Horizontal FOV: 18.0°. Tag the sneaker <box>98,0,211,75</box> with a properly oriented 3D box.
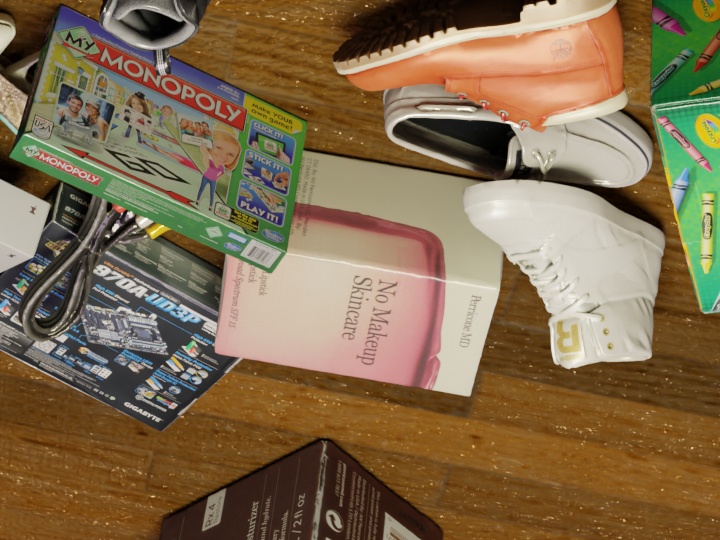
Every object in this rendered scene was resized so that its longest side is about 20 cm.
[{"bbox_3d":[-0.132,-0.221,1.459,0.075,0.114,0.200,-1,136,9],"label":"sneaker"}]

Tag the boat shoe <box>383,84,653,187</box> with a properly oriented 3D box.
[{"bbox_3d":[0.111,-0.091,1.597,0.199,0.066,0.072,19,136,-12],"label":"boat shoe"}]

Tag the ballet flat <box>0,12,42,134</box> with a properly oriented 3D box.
[{"bbox_3d":[-0.252,-0.144,1.609,0.065,0.071,0.200,-45,122,10],"label":"ballet flat"}]

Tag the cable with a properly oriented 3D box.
[{"bbox_3d":[-0.184,-0.025,1.667,0.200,0.050,0.097,-45,139,4],"label":"cable"}]

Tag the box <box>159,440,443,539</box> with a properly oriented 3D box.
[{"bbox_3d":[-0.057,0.282,1.943,0.200,0.166,0.164,-28,127,31],"label":"box"}]

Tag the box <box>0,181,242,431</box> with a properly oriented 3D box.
[{"bbox_3d":[-0.195,0.033,1.788,0.200,0.046,0.159,29,133,-21],"label":"box"}]

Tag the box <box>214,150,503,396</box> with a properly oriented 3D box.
[{"bbox_3d":[0.000,0.000,1.678,0.199,0.109,0.128,10,137,-1],"label":"box"}]

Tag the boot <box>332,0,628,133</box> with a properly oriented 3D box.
[{"bbox_3d":[0.083,-0.134,1.534,0.199,0.075,0.108,-9,119,16],"label":"boot"}]

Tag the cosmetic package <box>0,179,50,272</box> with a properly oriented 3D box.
[{"bbox_3d":[-0.351,-0.054,1.670,0.200,0.052,0.151,27,152,-26],"label":"cosmetic package"}]

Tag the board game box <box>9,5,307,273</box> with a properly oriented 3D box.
[{"bbox_3d":[-0.137,-0.092,1.582,0.199,0.135,0.029,24,135,-17],"label":"board game box"}]

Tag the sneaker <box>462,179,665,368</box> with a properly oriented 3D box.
[{"bbox_3d":[0.148,0.009,1.615,0.200,0.116,0.074,19,160,-41],"label":"sneaker"}]

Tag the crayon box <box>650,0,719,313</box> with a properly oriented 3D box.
[{"bbox_3d":[0.243,-0.082,1.549,0.058,0.119,0.200,-7,135,15],"label":"crayon box"}]
